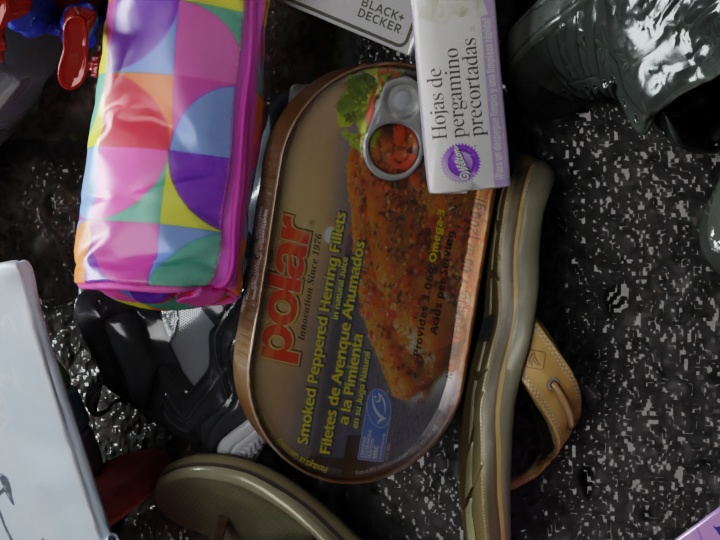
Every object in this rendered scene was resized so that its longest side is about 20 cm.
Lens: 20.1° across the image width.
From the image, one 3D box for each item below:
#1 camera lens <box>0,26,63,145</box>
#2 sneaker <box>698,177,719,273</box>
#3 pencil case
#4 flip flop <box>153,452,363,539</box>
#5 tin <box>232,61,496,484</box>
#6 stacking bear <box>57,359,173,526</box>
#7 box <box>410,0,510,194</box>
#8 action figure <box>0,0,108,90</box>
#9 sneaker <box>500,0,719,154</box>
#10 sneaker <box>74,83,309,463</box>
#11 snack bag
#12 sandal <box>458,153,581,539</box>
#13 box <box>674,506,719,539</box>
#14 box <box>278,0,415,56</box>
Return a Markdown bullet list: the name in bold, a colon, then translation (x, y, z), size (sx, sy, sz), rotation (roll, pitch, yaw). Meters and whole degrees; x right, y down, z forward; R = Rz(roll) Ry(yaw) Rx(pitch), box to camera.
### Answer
- **camera lens**: translation (-0.279, -0.098, 1.102), size (0.200, 0.160, 0.160), rotation (-40, 73, 25)
- **sneaker**: translation (0.197, -0.078, 0.860), size (0.200, 0.090, 0.067), rotation (-52, 51, 27)
- **pencil case**: translation (-0.083, -0.081, 0.954), size (0.088, 0.088, 0.201), rotation (6, 88, 29)
- **flip flop**: translation (-0.028, 0.159, 1.016), size (0.200, 0.058, 0.081), rotation (33, 152, 19)
- **tin**: translation (0.000, 0.000, 0.968), size (0.042, 0.112, 0.201), rotation (18, 98, 64)
- **stacking bear**: translation (-0.209, 0.060, 1.067), size (0.121, 0.114, 0.200), rotation (-28, 96, 28)
- **box**: translation (0.040, -0.136, 0.920), size (0.039, 0.041, 0.201), rotation (-5, 100, 3)
- **action figure**: translation (-0.153, -0.125, 1.021), size (0.065, 0.200, 0.052), rotation (10, 105, -3)
- **sneaker**: translation (0.124, -0.089, 0.876), size (0.200, 0.060, 0.104), rotation (126, 131, -57)
- **sneaker**: translation (-0.081, -0.004, 1.022), size (0.114, 0.075, 0.201), rotation (13, 104, 0)
- **snack bag**: translation (-0.215, 0.092, 1.004), size (0.200, 0.021, 0.189), rotation (-13, 98, 25)
- **sandal**: translation (0.081, 0.046, 0.963), size (0.054, 0.080, 0.201), rotation (8, 90, -3)
- **box**: translation (0.162, 0.218, 0.903), size (0.200, 0.097, 0.176), rotation (-41, 73, 24)
- **box**: translation (0.024, -0.214, 0.980), size (0.116, 0.060, 0.200), rotation (25, 105, 27)
